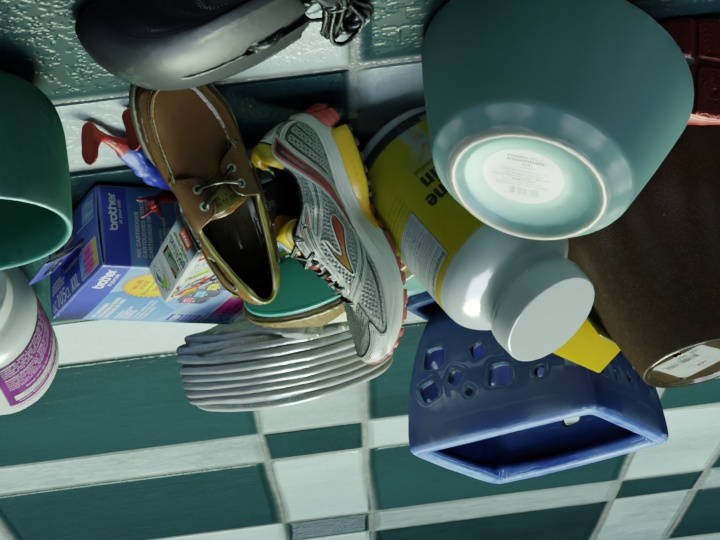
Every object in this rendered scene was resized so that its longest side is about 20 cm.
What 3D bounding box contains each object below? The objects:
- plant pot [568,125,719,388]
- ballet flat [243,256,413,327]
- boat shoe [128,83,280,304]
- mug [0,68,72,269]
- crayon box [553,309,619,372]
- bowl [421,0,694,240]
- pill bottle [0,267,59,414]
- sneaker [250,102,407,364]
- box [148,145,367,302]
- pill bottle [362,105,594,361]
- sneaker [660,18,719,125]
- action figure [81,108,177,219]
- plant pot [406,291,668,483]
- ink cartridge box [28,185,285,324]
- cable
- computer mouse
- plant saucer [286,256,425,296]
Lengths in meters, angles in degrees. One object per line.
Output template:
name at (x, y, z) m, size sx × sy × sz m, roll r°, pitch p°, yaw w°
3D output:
plant pot at (0.244, -0.015, 1.619) m, size 0.185 × 0.202 × 0.187 m, roll -11°, pitch 156°, yaw -5°
ballet flat at (0.000, 0.000, 1.663) m, size 0.199 × 0.068 × 0.072 m, roll -33°, pitch 143°, yaw 2°
boat shoe at (-0.102, -0.063, 1.460) m, size 0.072 × 0.068 × 0.201 m, roll -32°, pitch 126°, yaw -6°
mug at (-0.297, -0.075, 1.409) m, size 0.183 × 0.116 × 0.152 m, roll -3°, pitch 161°, yaw -10°
crayon box at (0.153, 0.013, 1.703) m, size 0.051 × 0.200 × 0.127 m, roll -46°, pitch 148°, yaw 12°
bowl at (0.128, -0.096, 1.406) m, size 0.199 × 0.106 × 0.202 m, roll 11°, pitch 145°, yaw 8°
pill bottle at (-0.330, 0.048, 1.751) m, size 0.111 × 0.113 × 0.200 m, roll -7°, pitch 161°, yaw -2°
sneaker at (-0.027, -0.021, 1.536) m, size 0.082 × 0.202 × 0.078 m, roll -25°, pitch -172°, yaw -22°
box at (-0.065, -0.041, 1.613) m, size 0.199 × 0.035 × 0.110 m, roll -22°, pitch 167°, yaw -26°
pill bottle at (0.087, -0.027, 1.529) m, size 0.111 × 0.200 × 0.113 m, roll -26°, pitch 143°, yaw -21°
sneaker at (0.218, -0.137, 1.520) m, size 0.198 × 0.079 × 0.116 m, roll 6°, pitch 169°, yaw 0°
action figure at (-0.142, -0.073, 1.583) m, size 0.065 × 0.052 × 0.200 m, roll -20°, pitch 160°, yaw 23°
plant pot at (0.163, 0.088, 1.945) m, size 0.198 × 0.182 × 0.200 m, roll -17°, pitch 158°, yaw 25°
ink cartridge box at (-0.179, -0.012, 1.698) m, size 0.198 × 0.077 × 0.136 m, roll 4°, pitch 158°, yaw -26°
cable at (-0.064, 0.072, 1.792) m, size 0.198 × 0.070 × 0.200 m, roll -11°, pitch -175°, yaw 26°
computer mouse at (-0.093, -0.160, 1.342) m, size 0.198 × 0.053 × 0.139 m, roll -10°, pitch 161°, yaw 7°
plant saucer at (0.024, -0.008, 1.834) m, size 0.199 × 0.039 × 0.201 m, roll -6°, pitch 160°, yaw -2°
